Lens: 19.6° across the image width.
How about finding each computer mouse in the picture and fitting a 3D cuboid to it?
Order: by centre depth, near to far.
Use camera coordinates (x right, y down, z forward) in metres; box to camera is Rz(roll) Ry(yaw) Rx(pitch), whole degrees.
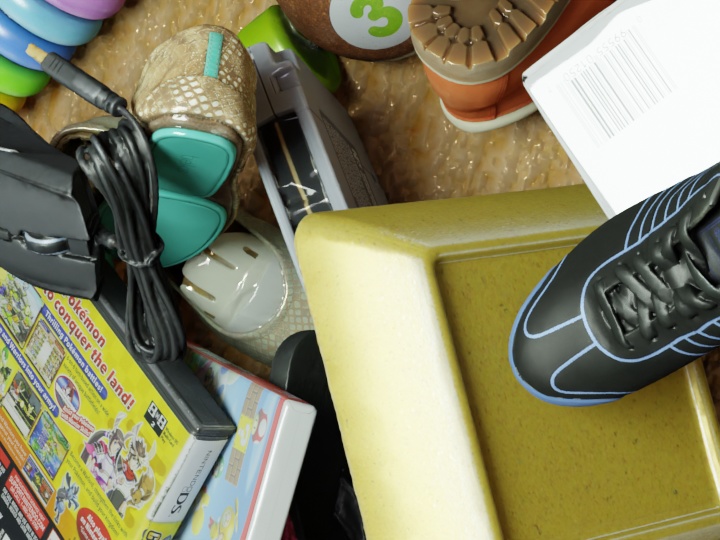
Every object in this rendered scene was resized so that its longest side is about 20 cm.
[{"bbox_3d":[-0.153,-0.045,0.955,0.200,0.046,0.141,37,143,42],"label":"computer mouse"}]

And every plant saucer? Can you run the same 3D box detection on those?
[{"bbox_3d":[0.085,0.056,0.909,0.048,0.200,0.200,-26,75,52],"label":"plant saucer"}]

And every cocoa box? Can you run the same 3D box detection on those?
[{"bbox_3d":[0.199,-0.084,0.890,0.200,0.131,0.133,-38,75,22],"label":"cocoa box"}]

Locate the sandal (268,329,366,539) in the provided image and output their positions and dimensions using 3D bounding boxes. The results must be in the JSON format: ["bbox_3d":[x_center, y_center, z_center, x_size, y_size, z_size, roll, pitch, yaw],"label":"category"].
[{"bbox_3d":[-0.021,0.128,0.982,0.045,0.075,0.200,3,86,38],"label":"sandal"}]

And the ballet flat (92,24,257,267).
[{"bbox_3d":[-0.082,-0.058,0.968,0.070,0.200,0.065,14,70,-14],"label":"ballet flat"}]

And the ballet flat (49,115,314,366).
[{"bbox_3d":[-0.087,-0.011,1.077,0.200,0.062,0.067,37,106,23],"label":"ballet flat"}]

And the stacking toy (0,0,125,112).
[{"bbox_3d":[-0.201,-0.119,1.135,0.200,0.085,0.085,-47,69,24],"label":"stacking toy"}]

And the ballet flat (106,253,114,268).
[{"bbox_3d":[-0.150,0.057,1.107,0.067,0.070,0.200,25,106,55],"label":"ballet flat"}]

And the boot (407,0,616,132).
[{"bbox_3d":[0.101,-0.149,0.979,0.200,0.107,0.075,-44,69,-10],"label":"boot"}]

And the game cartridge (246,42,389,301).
[{"bbox_3d":[0.000,0.000,0.989,0.040,0.133,0.200,-26,69,13],"label":"game cartridge"}]

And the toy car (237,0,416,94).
[{"bbox_3d":[-0.040,-0.179,0.980,0.164,0.200,0.158,-36,73,22],"label":"toy car"}]

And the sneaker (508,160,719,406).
[{"bbox_3d":[0.133,-0.007,0.807,0.200,0.078,0.070,-35,80,22],"label":"sneaker"}]

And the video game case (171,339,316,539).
[{"bbox_3d":[-0.084,0.112,1.011,0.200,0.017,0.143,19,94,64],"label":"video game case"}]

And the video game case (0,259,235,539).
[{"bbox_3d":[-0.157,0.084,1.041,0.200,0.025,0.181,49,120,37],"label":"video game case"}]

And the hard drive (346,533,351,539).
[{"bbox_3d":[-0.007,0.152,1.041,0.135,0.042,0.200,-29,75,24],"label":"hard drive"}]
